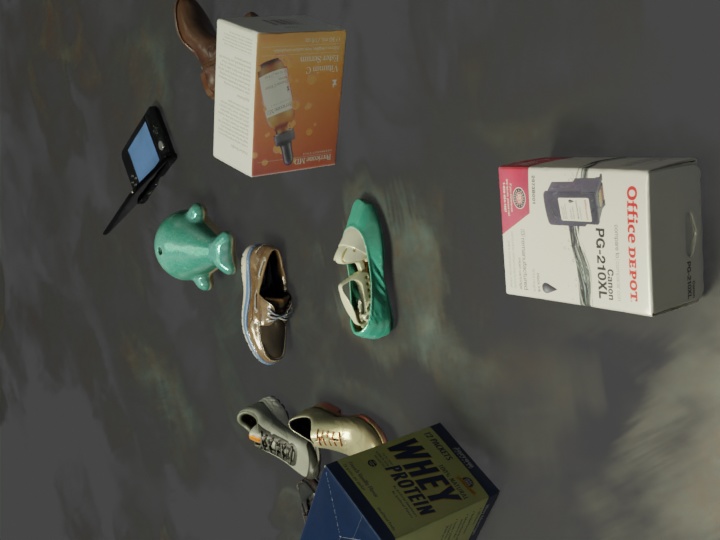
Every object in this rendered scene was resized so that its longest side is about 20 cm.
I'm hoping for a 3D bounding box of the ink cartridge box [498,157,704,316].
[{"bbox_3d":[0.246,-0.041,1.013,0.200,0.084,0.146,9,108,52],"label":"ink cartridge box"}]

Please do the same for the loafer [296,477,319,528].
[{"bbox_3d":[-0.057,0.425,1.582,0.200,0.063,0.072,57,141,25],"label":"loafer"}]

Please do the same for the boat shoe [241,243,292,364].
[{"bbox_3d":[-0.150,0.056,1.590,0.072,0.072,0.201,-3,98,52],"label":"boat shoe"}]

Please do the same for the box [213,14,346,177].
[{"bbox_3d":[-0.116,-0.250,1.381,0.106,0.152,0.201,30,124,44],"label":"box"}]

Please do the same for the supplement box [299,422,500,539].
[{"bbox_3d":[0.045,0.342,1.302,0.134,0.199,0.201,47,134,35],"label":"supplement box"}]

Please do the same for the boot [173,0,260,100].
[{"bbox_3d":[-0.212,-0.380,1.545,0.200,0.064,0.187,-13,103,57],"label":"boot"}]

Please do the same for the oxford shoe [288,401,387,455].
[{"bbox_3d":[-0.034,0.256,1.491,0.200,0.074,0.071,7,106,53],"label":"oxford shoe"}]

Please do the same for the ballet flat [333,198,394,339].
[{"bbox_3d":[0.000,0.000,1.370,0.067,0.070,0.201,-3,97,54],"label":"ballet flat"}]

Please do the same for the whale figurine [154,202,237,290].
[{"bbox_3d":[-0.294,-0.039,1.727,0.200,0.103,0.160,15,112,51],"label":"whale figurine"}]

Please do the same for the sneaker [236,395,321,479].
[{"bbox_3d":[-0.135,0.289,1.635,0.200,0.079,0.074,35,125,41],"label":"sneaker"}]

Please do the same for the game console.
[{"bbox_3d":[-0.443,-0.192,1.873,0.200,0.116,0.177,-37,71,51],"label":"game console"}]
